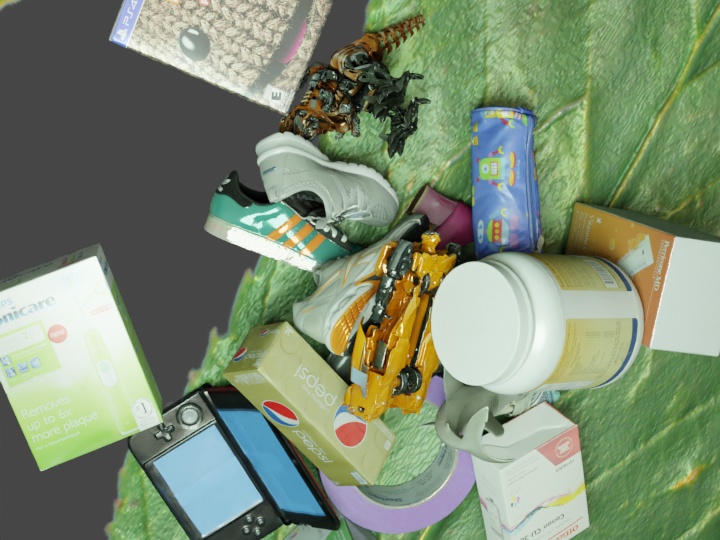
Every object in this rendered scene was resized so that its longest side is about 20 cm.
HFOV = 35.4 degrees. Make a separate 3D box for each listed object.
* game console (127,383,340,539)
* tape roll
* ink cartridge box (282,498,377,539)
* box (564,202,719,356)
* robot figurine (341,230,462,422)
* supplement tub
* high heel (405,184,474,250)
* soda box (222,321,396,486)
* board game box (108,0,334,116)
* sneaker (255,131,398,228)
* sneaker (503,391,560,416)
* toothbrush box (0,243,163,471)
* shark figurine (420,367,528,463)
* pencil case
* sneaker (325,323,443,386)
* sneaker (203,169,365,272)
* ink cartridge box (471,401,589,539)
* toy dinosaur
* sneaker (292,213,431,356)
[{"bbox_3d":[-0.147,0.240,1.285,0.171,0.119,0.201,-31,105,-3],"label":"game console"},{"bbox_3d":[0.043,0.206,1.343,0.198,0.066,0.202,-2,103,-10],"label":"tape roll"},{"bbox_3d":[-0.067,0.381,1.315,0.200,0.145,0.088,-44,105,1],"label":"ink cartridge box"},{"bbox_3d":[0.321,0.006,1.277,0.097,0.200,0.126,6,101,-23],"label":"box"},{"bbox_3d":[0.044,0.054,1.176,0.144,0.058,0.202,2,104,-54],"label":"robot figurine"},{"bbox_3d":[0.184,0.054,1.174,0.199,0.144,0.146,2,103,-41],"label":"supplement tub"},{"bbox_3d":[0.066,0.007,1.303,0.096,0.067,0.201,31,94,-11],"label":"high heel"},{"bbox_3d":[-0.052,0.146,1.216,0.200,0.064,0.068,49,53,-26],"label":"soda box"},{"bbox_3d":[-0.143,-0.277,1.187,0.198,0.097,0.161,21,97,-15],"label":"board game box"},{"bbox_3d":[-0.037,-0.076,1.230,0.199,0.074,0.083,20,59,-40],"label":"sneaker"},{"bbox_3d":[0.211,0.074,1.352,0.085,0.078,0.202,-3,109,-23],"label":"sneaker"},{"bbox_3d":[-0.318,0.093,1.238,0.144,0.086,0.202,-20,103,-6],"label":"toothbrush box"},{"bbox_3d":[0.108,0.146,1.227,0.127,0.214,0.090,-9,98,16],"label":"shark figurine"},{"bbox_3d":[0.166,-0.086,1.271,0.078,0.086,0.202,2,85,-48],"label":"pencil case"},{"bbox_3d":[0.047,0.088,1.268,0.199,0.076,0.091,-30,65,-12],"label":"sneaker"},{"bbox_3d":[-0.070,-0.051,1.263,0.198,0.071,0.081,18,101,-13],"label":"sneaker"},{"bbox_3d":[0.207,0.274,1.351,0.116,0.067,0.202,-26,123,-20],"label":"ink cartridge box"},{"bbox_3d":[-0.002,-0.204,1.230,0.135,0.102,0.201,38,101,28],"label":"toy dinosaur"},{"bbox_3d":[0.000,0.000,1.222,0.200,0.091,0.076,-46,139,-31],"label":"sneaker"}]
